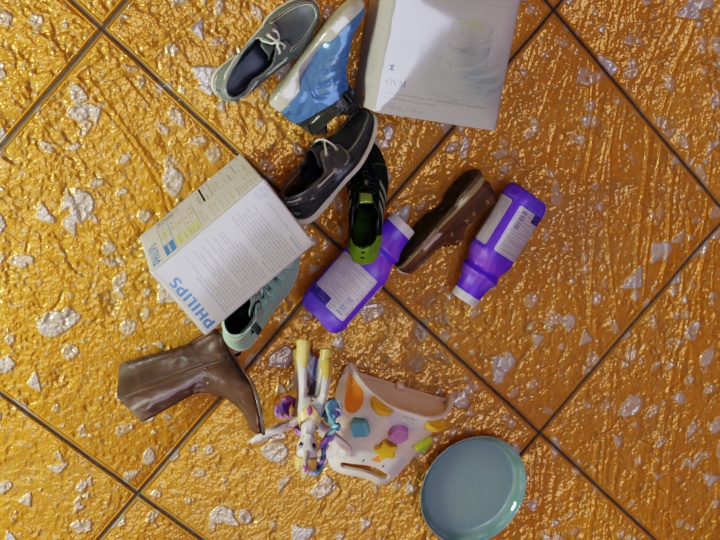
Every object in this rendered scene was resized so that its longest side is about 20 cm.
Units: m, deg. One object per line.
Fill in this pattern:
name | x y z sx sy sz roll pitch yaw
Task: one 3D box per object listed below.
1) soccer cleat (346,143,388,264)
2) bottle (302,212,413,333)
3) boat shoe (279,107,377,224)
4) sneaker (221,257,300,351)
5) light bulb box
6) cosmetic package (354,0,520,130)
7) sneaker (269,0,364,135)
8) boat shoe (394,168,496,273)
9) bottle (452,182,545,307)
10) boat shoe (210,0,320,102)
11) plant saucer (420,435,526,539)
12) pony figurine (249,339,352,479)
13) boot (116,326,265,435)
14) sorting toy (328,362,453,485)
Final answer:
soccer cleat | 0.010 -0.110 1.681 0.066 0.081 0.204 1 71 -1
bottle | 0.000 0.000 1.742 0.083 0.065 0.201 41 90 8
boat shoe | -0.045 -0.165 1.673 0.201 0.071 0.068 -53 133 -11
sneaker | -0.143 0.021 1.668 0.073 0.118 0.203 24 79 2
light bulb box | -0.196 -0.043 1.609 0.199 0.198 0.125 -40 112 -2
cosmetic package | 0.110 -0.327 1.666 0.196 0.123 0.204 5 103 -19
sneaker | -0.034 -0.291 1.652 0.111 0.077 0.201 36 97 -17
boat shoe | 0.137 -0.066 1.776 0.200 0.072 0.068 -47 111 -3
bottle | 0.218 -0.038 1.808 0.083 0.065 0.202 24 99 -49
boat shoe | -0.130 -0.315 1.624 0.199 0.062 0.073 -42 113 -2
plant saucer | 0.192 0.375 1.946 0.196 0.027 0.204 -5 107 -16
pony figurine | -0.084 0.221 1.739 0.163 0.193 0.204 6 77 -6
boot | -0.258 0.196 1.700 0.197 0.064 0.189 -21 71 -14
sorting toy | 0.037 0.272 1.844 0.197 0.108 0.182 18 119 -21
